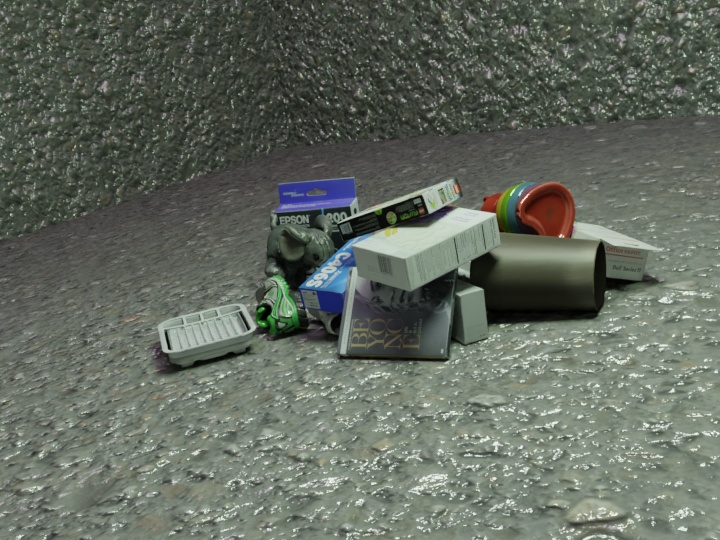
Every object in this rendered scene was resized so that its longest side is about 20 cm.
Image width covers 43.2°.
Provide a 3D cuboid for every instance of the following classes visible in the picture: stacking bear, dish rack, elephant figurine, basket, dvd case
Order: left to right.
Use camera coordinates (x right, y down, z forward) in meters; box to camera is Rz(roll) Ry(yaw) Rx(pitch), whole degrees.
[{"bbox_3d":[-0.277,0.119,1.647,0.168,0.045,0.200,-13,15,-13],"label":"dish rack"},{"bbox_3d":[-0.104,-0.049,1.880,0.198,0.154,0.143,-25,35,48],"label":"elephant figurine"},{"bbox_3d":[0.058,0.065,1.462,0.196,0.152,0.016,-2,-20,29],"label":"dvd case"},{"bbox_3d":[0.293,-0.104,1.673,0.114,0.122,0.199,-48,21,-16],"label":"stacking bear"},{"bbox_3d":[0.302,0.005,1.518,0.196,0.140,0.179,2,5,27],"label":"basket"}]

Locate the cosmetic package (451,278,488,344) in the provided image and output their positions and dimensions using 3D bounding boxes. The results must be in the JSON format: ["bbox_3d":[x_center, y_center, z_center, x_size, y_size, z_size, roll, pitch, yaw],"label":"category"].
[{"bbox_3d":[0.145,0.055,1.528,0.050,0.084,0.199,-15,16,-18],"label":"cosmetic package"}]

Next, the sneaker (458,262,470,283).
[{"bbox_3d":[0.164,-0.023,1.658,0.196,0.084,0.075,22,-23,-13],"label":"sneaker"}]

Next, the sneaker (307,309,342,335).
[{"bbox_3d":[-0.043,0.069,1.612,0.098,0.077,0.198,-21,19,-39],"label":"sneaker"}]

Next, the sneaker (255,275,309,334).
[{"bbox_3d":[-0.165,0.065,1.705,0.083,0.080,0.200,-15,16,-18],"label":"sneaker"}]

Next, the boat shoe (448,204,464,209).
[{"bbox_3d":[0.204,-0.065,1.734,0.199,0.076,0.071,40,12,29],"label":"boat shoe"}]

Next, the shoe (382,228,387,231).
[{"bbox_3d":[0.104,-0.089,1.750,0.069,0.055,0.199,21,-11,-29],"label":"shoe"}]

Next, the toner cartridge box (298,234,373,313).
[{"bbox_3d":[-0.016,0.002,1.616,0.093,0.044,0.200,7,33,32],"label":"toner cartridge box"}]

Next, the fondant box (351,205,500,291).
[{"bbox_3d":[0.105,-0.040,1.457,0.197,0.060,0.143,-24,22,-31],"label":"fondant box"}]

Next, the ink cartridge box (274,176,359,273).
[{"bbox_3d":[-0.092,-0.095,2.000,0.194,0.205,0.043,-3,13,24],"label":"ink cartridge box"}]

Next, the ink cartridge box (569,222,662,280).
[{"bbox_3d":[0.429,-0.033,1.616,0.115,0.069,0.200,6,13,-21],"label":"ink cartridge box"}]

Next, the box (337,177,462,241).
[{"bbox_3d":[0.065,-0.102,1.538,0.198,0.035,0.109,-16,8,43],"label":"box"}]
